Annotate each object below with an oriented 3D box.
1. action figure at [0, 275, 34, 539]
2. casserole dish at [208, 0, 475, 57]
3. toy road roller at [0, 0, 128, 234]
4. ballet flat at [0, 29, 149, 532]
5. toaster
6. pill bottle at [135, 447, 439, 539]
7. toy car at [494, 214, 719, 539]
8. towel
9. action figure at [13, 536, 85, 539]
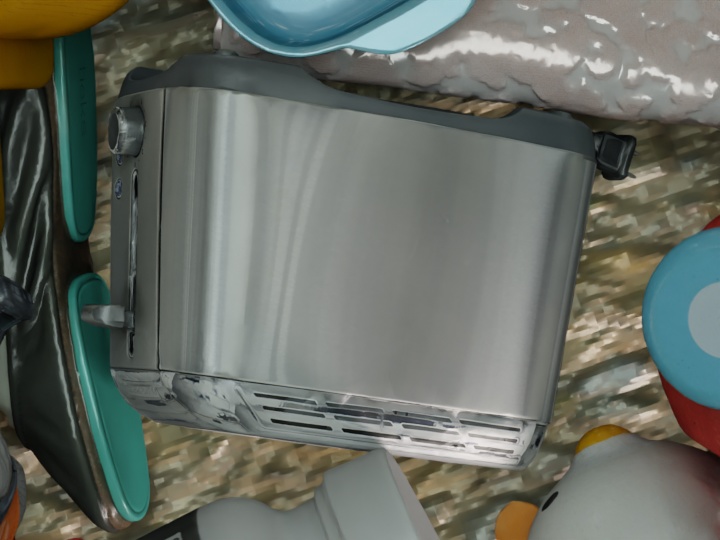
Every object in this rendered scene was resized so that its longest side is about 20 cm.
[{"bbox_3d":[-0.197,0.086,0.935,0.200,0.193,0.105,-37,66,35],"label":"action figure"},{"bbox_3d":[-0.026,-0.163,0.965,0.121,0.039,0.200,-30,83,-5],"label":"casserole dish"},{"bbox_3d":[-0.141,-0.086,0.920,0.146,0.123,0.200,-1,93,25],"label":"toy road roller"},{"bbox_3d":[-0.123,-0.001,1.018,0.068,0.068,0.200,-7,88,12],"label":"ballet flat"},{"bbox_3d":[0.000,0.000,0.991,0.200,0.114,0.129,9,87,-23],"label":"toaster"},{"bbox_3d":[-0.059,0.147,0.927,0.200,0.116,0.116,-27,85,2],"label":"pill bottle"},{"bbox_3d":[0.119,0.081,0.989,0.200,0.184,0.177,-26,80,26],"label":"toy car"},{"bbox_3d":[0.056,-0.146,1.026,0.200,0.032,0.191,7,62,0],"label":"towel"},{"bbox_3d":[-0.084,0.163,1.010,0.065,0.052,0.200,-39,84,-3],"label":"action figure"}]
